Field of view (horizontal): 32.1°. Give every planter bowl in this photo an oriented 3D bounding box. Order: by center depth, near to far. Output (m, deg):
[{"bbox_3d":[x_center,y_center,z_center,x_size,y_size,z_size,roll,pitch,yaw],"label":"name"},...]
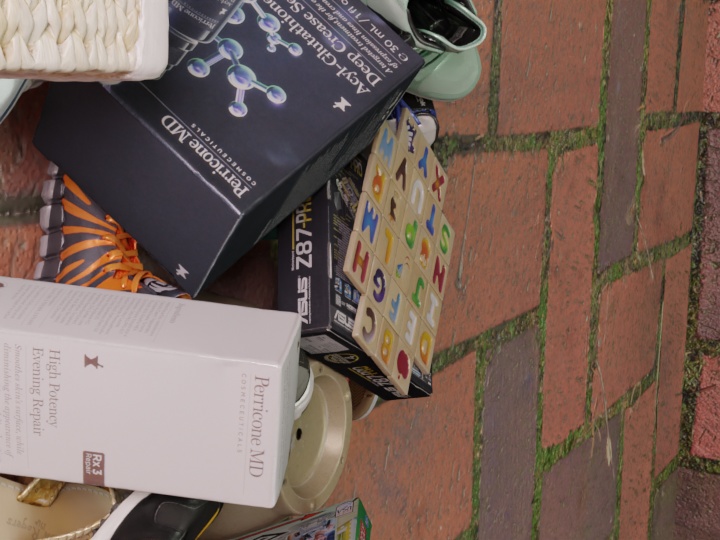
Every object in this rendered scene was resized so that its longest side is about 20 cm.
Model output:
[{"bbox_3d":[-0.089,0.119,0.967,0.200,0.134,0.201,-25,118,-60],"label":"planter bowl"}]

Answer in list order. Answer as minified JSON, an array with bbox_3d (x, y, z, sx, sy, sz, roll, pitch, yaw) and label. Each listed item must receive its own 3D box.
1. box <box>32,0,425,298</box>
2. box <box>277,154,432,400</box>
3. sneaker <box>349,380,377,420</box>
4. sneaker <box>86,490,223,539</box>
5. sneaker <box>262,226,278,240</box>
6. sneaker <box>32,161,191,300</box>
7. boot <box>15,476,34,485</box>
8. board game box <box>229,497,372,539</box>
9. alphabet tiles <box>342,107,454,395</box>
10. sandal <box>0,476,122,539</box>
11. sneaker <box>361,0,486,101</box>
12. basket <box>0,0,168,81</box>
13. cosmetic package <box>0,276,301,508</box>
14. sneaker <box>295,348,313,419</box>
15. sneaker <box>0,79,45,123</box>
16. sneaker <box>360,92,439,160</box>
[{"bbox_3d":[-0.083,-0.110,0.809,0.200,0.148,0.107,-45,176,-37],"label":"box"},{"bbox_3d":[0.000,0.000,0.967,0.200,0.049,0.162,36,50,-59],"label":"box"},{"bbox_3d":[0.018,0.051,1.238,0.108,0.070,0.201,20,73,-61],"label":"sneaker"},{"bbox_3d":[-0.139,0.202,0.755,0.200,0.090,0.070,-37,149,-36],"label":"sneaker"},{"bbox_3d":[-0.092,-0.053,0.986,0.200,0.079,0.078,-21,114,-60],"label":"sneaker"},{"bbox_3d":[-0.155,-0.009,0.831,0.078,0.112,0.201,23,75,-63],"label":"sneaker"},{"bbox_3d":[-0.232,0.214,0.782,0.188,0.068,0.201,48,46,-41],"label":"boot"},{"bbox_3d":[-0.091,0.232,0.876,0.135,0.199,0.029,-82,150,-73],"label":"board game box"},{"bbox_3d":[0.034,-0.016,0.959,0.167,0.006,0.201,54,42,-51],"label":"alphabet tiles"},{"bbox_3d":[-0.186,0.154,0.787,0.211,0.070,0.078,27,45,-47],"label":"sandal"},{"bbox_3d":[0.055,-0.165,0.916,0.074,0.118,0.200,-52,140,2],"label":"sneaker"},{"bbox_3d":[-0.212,-0.187,0.592,0.161,0.198,0.201,-20,113,-57],"label":"basket"},{"bbox_3d":[-0.140,0.071,0.744,0.074,0.199,0.102,-74,169,-65],"label":"cosmetic package"},{"bbox_3d":[-0.129,0.083,0.846,0.079,0.199,0.074,104,-31,-68],"label":"sneaker"},{"bbox_3d":[-0.198,-0.144,0.759,0.071,0.073,0.201,54,48,-48],"label":"sneaker"},{"bbox_3d":[-0.005,-0.122,1.018,0.199,0.115,0.081,21,35,-50],"label":"sneaker"}]
